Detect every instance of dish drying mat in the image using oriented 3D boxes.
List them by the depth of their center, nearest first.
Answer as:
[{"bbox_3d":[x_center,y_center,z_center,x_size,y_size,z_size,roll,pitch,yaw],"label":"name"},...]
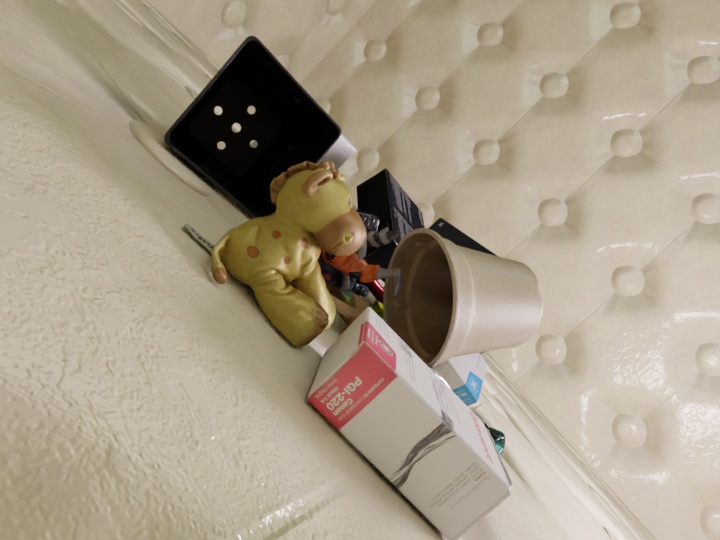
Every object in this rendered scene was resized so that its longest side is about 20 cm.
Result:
[{"bbox_3d":[0.000,0.000,0.909,0.077,0.018,0.200,37,-12,51],"label":"dish drying mat"}]

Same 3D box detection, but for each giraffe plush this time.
[{"bbox_3d":[-0.066,-0.041,0.586,0.200,0.162,0.173,42,9,-31],"label":"giraffe plush"}]

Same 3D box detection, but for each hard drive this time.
[{"bbox_3d":[-0.079,-0.105,0.898,0.139,0.033,0.200,7,10,-36],"label":"hard drive"}]

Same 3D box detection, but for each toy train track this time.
[{"bbox_3d":[-0.001,0.099,0.707,0.114,0.033,0.200,32,21,-20],"label":"toy train track"}]

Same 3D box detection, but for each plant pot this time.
[{"bbox_3d":[0.159,0.046,0.772,0.182,0.202,0.201,4,28,-24],"label":"plant pot"},{"bbox_3d":[-0.187,-0.231,0.853,0.199,0.200,0.177,41,-1,-31],"label":"plant pot"}]

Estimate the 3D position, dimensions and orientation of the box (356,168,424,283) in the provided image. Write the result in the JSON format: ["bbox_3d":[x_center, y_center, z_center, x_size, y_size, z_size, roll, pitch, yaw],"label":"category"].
[{"bbox_3d":[0.063,-0.069,0.976,0.141,0.079,0.201,41,32,-37],"label":"box"}]

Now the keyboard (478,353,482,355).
[{"bbox_3d":[0.187,0.154,0.997,0.057,0.011,0.200,57,-34,13],"label":"keyboard"}]

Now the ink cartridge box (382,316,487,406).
[{"bbox_3d":[0.132,0.129,0.901,0.201,0.066,0.116,54,31,-8],"label":"ink cartridge box"}]

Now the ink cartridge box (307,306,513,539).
[{"bbox_3d":[0.049,0.149,0.540,0.200,0.085,0.146,44,8,-4],"label":"ink cartridge box"}]

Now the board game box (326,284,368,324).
[{"bbox_3d":[0.017,0.099,0.829,0.200,0.030,0.095,49,9,38],"label":"board game box"}]

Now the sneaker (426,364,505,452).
[{"bbox_3d":[0.116,0.202,0.660,0.200,0.084,0.121,42,-1,-35],"label":"sneaker"}]

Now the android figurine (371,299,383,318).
[{"bbox_3d":[0.081,0.125,0.997,0.200,0.041,0.182,41,10,-46],"label":"android figurine"}]

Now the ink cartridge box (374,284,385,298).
[{"bbox_3d":[0.121,0.071,1.101,0.146,0.084,0.200,47,-11,-1],"label":"ink cartridge box"}]

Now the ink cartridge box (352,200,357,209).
[{"bbox_3d":[-0.059,-0.122,1.203,0.200,0.116,0.068,43,7,-19],"label":"ink cartridge box"}]

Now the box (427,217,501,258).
[{"bbox_3d":[0.215,0.026,1.134,0.200,0.123,0.199,39,-16,32],"label":"box"}]

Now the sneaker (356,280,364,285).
[{"bbox_3d":[-0.035,-0.018,0.959,0.115,0.076,0.200,46,5,15],"label":"sneaker"}]

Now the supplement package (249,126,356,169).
[{"bbox_3d":[-0.132,-0.223,1.022,0.121,0.200,0.120,38,11,-40],"label":"supplement package"}]

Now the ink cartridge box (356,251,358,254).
[{"bbox_3d":[-0.023,-0.060,1.085,0.173,0.044,0.200,14,-21,48],"label":"ink cartridge box"}]

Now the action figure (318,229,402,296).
[{"bbox_3d":[-0.021,-0.020,0.783,0.193,0.105,0.199,15,-5,40],"label":"action figure"}]
